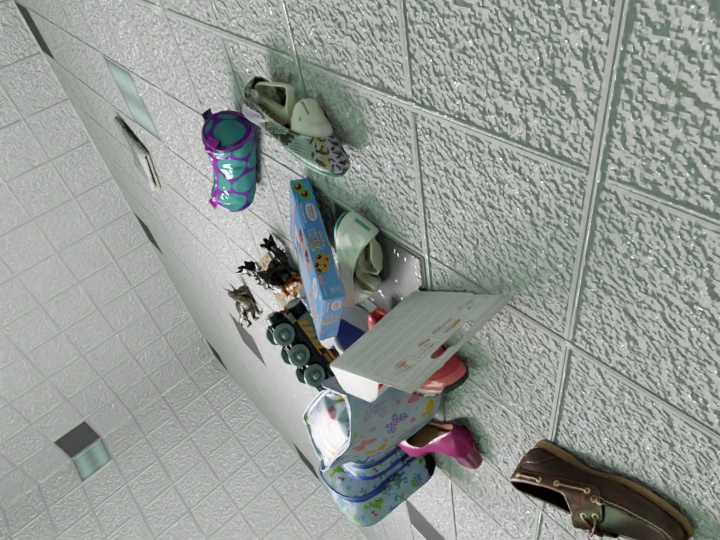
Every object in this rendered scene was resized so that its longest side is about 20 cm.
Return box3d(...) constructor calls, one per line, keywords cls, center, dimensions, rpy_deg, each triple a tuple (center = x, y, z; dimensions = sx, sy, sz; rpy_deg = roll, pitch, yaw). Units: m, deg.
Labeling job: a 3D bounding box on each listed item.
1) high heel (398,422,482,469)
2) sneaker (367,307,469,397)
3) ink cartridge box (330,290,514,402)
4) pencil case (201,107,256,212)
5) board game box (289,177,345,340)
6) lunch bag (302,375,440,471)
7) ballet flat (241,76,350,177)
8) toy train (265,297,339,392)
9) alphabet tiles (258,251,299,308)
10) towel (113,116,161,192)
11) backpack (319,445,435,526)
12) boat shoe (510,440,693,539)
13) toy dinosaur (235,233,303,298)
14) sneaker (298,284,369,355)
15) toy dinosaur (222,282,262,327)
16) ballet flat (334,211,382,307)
box3d(cls="high heel", center=(0.112, 0.272, 0.914), dimensions=(0.199, 0.068, 0.097), rpy_deg=(-3, 131, 47))
box3d(cls="sneaker", center=(0.068, 0.111, 0.770), dimensions=(0.199, 0.073, 0.088), rpy_deg=(21, 139, 53))
box3d(cls="ink cartridge box", center=(0.070, 0.088, 0.620), dimensions=(0.050, 0.161, 0.199), rpy_deg=(58, 157, -16))
box3d(cls="pencil case", center=(-0.222, -0.181, 0.917), dimensions=(0.085, 0.092, 0.200), rpy_deg=(48, 158, 13))
box3d(cls="board game box", center=(-0.071, -0.014, 0.824), dimensions=(0.152, 0.036, 0.202), rpy_deg=(104, 152, -62))
box3d(cls="lunch bag", center=(0.018, 0.217, 0.856), dimensions=(0.128, 0.168, 0.200), rpy_deg=(66, 149, 23))
box3d(cls="ballet flat", center=(-0.084, -0.189, 0.671), dimensions=(0.200, 0.072, 0.072), rpy_deg=(40, 153, 30))
box3d(cls="toy train", center=(-0.111, 0.154, 1.124), dimensions=(0.201, 0.114, 0.085), rpy_deg=(55, 156, -10))
box3d(cls="alphabet tiles", center=(-0.182, 0.040, 1.257), dimensions=(0.167, 0.006, 0.200), rpy_deg=(57, 158, -3))
box3d(cls="towel", center=(-0.712, -0.361, 1.712), dimensions=(0.193, 0.034, 0.201), rpy_deg=(47, 157, 17))
box3d(cls="backpack", center=(0.020, 0.381, 1.076), dimensions=(0.182, 0.199, 0.148), rpy_deg=(22, 142, 53))
box3d(cls="boat shoe", center=(0.261, 0.265, 0.609), dimensions=(0.199, 0.070, 0.071), rpy_deg=(8, 128, 59))
box3d(cls="toy dinosaur", center=(-0.164, 0.007, 1.102), dimensions=(0.199, 0.103, 0.136), rpy_deg=(-16, 125, 44))
box3d(cls="sneaker", center=(-0.030, 0.108, 0.970), dimensions=(0.199, 0.080, 0.116), rpy_deg=(45, 161, 37))
box3d(cls="toy dinosaur", center=(-0.345, 0.107, 1.613), dimensions=(0.103, 0.076, 0.200), rpy_deg=(60, 165, 18))
box3d(cls="ballet flat", center=(0.000, 0.000, 0.776), dimensions=(0.069, 0.069, 0.201), rpy_deg=(42, 153, 28))
